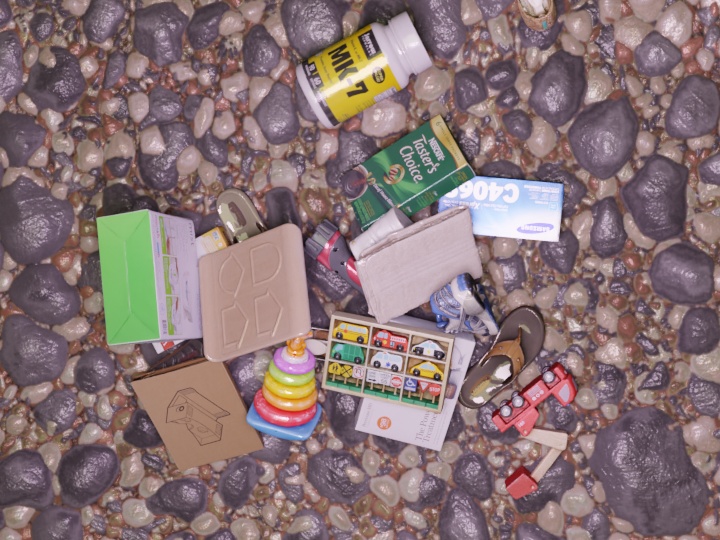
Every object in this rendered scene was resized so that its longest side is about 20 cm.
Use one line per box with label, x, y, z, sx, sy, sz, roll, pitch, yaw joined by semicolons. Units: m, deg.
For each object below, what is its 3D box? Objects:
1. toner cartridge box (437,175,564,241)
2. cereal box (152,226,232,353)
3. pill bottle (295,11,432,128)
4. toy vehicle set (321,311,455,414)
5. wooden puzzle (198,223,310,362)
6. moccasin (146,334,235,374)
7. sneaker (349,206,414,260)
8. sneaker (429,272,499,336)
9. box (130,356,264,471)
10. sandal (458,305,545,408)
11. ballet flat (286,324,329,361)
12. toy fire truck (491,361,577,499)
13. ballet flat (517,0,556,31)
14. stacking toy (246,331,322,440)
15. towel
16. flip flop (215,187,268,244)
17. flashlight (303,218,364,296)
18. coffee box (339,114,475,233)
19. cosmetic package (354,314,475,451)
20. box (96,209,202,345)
toner cartridge box;0.225;-0.103;1.715;0.198;0.043;0.096;5;98;7
cereal box;-0.290;0.034;1.801;0.199;0.040;0.145;-28;90;10
pill bottle;0.007;-0.322;1.688;0.199;0.114;0.115;-28;92;9
toy vehicle set;0.043;0.145;1.678;0.198;0.027;0.125;11;105;12
wooden puzzle;-0.167;0.040;1.703;0.199;0.046;0.187;-17;69;28
moccasin;-0.266;0.153;1.799;0.201;0.078;0.074;-35;75;13
sneaker;0.064;-0.008;1.705;0.115;0.074;0.200;-34;126;16
sneaker;0.159;0.062;1.674;0.085;0.200;0.078;-24;62;12
box;-0.273;0.242;1.789;0.162;0.021;0.201;-16;119;10
sandal;0.229;0.148;1.734;0.082;0.055;0.200;43;100;2
ballet flat;-0.028;0.133;1.764;0.198;0.064;0.068;9;97;7
toy fire truck;0.291;0.262;1.740;0.200;0.049;0.141;-40;90;9
ballet flat;0.259;-0.475;1.661;0.070;0.065;0.201;-24;92;10
stacking toy;-0.112;0.164;1.725;0.115;0.110;0.201;14;119;7
towel;0.092;-0.008;1.641;0.199;0.035;0.133;-24;124;-10
flip flop;-0.176;-0.049;1.768;0.081;0.058;0.201;-33;90;10
flashlight;0.000;0.000;1.746;0.199;0.068;0.068;37;88;3
coffee box;0.073;-0.151;1.701;0.199;0.044;0.124;-30;54;10
cosmetic package;0.087;0.181;1.733;0.149;0.052;0.202;15;106;-3
box;-0.330;0.014;1.694;0.096;0.176;0.202;-7;87;13
